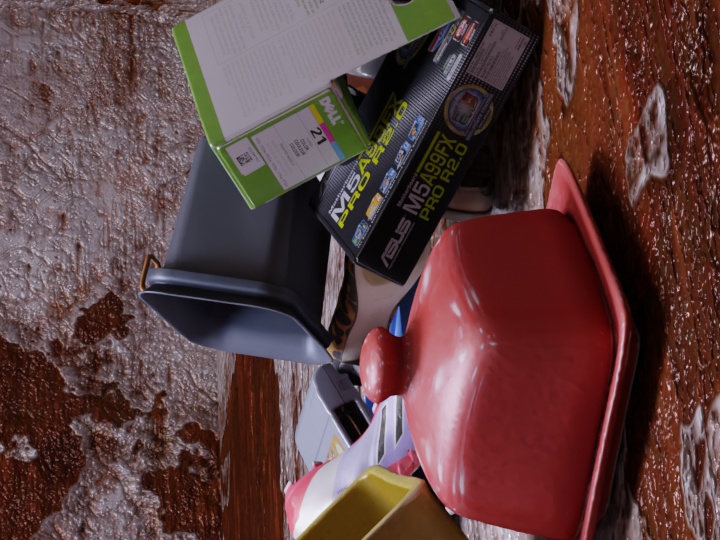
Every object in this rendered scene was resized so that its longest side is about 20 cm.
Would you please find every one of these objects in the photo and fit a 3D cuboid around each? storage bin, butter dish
[{"bbox_3d":[-0.091,-0.018,1.630,0.200,0.144,0.136,57,-138,-71],"label":"storage bin"},{"bbox_3d":[0.072,0.057,1.236,0.201,0.146,0.201,-103,16,-57],"label":"butter dish"}]

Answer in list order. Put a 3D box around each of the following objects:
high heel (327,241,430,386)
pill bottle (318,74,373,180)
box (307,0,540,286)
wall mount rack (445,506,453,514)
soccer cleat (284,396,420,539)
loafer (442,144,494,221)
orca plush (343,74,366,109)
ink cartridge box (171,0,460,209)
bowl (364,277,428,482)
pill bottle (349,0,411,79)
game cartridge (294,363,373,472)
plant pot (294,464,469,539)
[{"bbox_3d":[0.000,0.000,1.705,0.142,0.071,0.202,-162,70,-66],"label":"high heel"},{"bbox_3d":[-0.020,-0.142,1.838,0.201,0.111,0.112,64,162,17],"label":"pill bottle"},{"bbox_3d":[0.041,-0.105,1.498,0.201,0.044,0.160,-61,20,9],"label":"box"},{"bbox_3d":[0.048,0.254,1.540,0.175,0.074,0.201,102,173,-46],"label":"wall mount rack"},{"bbox_3d":[0.022,0.147,1.608,0.200,0.067,0.077,-43,46,16],"label":"soccer cleat"},{"bbox_3d":[0.064,-0.091,1.585,0.200,0.071,0.063,-107,28,-72],"label":"loafer"},{"bbox_3d":[0.003,-0.127,1.660,0.200,0.070,0.106,61,-163,-77],"label":"orca plush"},{"bbox_3d":[-0.024,-0.157,1.523,0.076,0.199,0.148,58,-172,-45],"label":"ink cartridge box"},{"bbox_3d":[0.037,0.093,1.801,0.201,0.039,0.203,-179,90,-81],"label":"bowl"},{"bbox_3d":[0.039,-0.252,1.609,0.114,0.113,0.202,-122,34,-74],"label":"pill bottle"},{"bbox_3d":[0.008,0.188,1.716,0.201,0.041,0.134,58,154,21],"label":"game cartridge"},{"bbox_3d":[0.020,0.265,1.315,0.200,0.194,0.195,47,172,-5],"label":"plant pot"}]
